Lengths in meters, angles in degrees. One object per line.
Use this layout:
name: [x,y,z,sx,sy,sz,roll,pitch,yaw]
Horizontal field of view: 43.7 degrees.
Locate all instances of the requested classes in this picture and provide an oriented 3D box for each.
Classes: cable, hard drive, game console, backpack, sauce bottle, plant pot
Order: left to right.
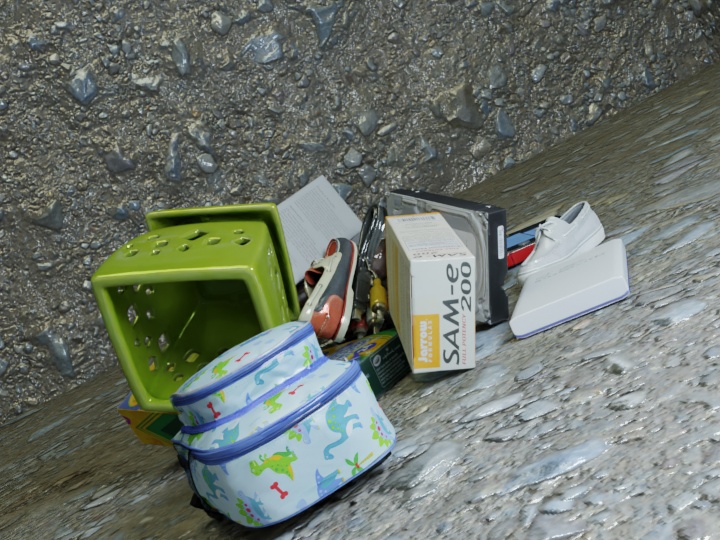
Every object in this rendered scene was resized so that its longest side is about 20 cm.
plant pot: [-0.176,0.033,1.069,0.196,0.201,0.183,-4,34,11]
backpack: [-0.078,0.136,0.811,0.182,0.149,0.199,-30,10,-22]
sauce bottle: [0.000,0.000,1.276,0.198,0.065,0.065,-33,4,17]
cable: [0.011,0.009,1.203,0.097,0.050,0.202,-49,24,47]
hard drive: [0.107,-0.023,1.143,0.037,0.142,0.199,-14,20,-32]
game console: [0.278,-0.051,1.487,0.175,0.031,0.200,-27,6,-1]
hard drive: [0.247,0.017,1.045,0.130,0.026,0.200,-24,6,20]

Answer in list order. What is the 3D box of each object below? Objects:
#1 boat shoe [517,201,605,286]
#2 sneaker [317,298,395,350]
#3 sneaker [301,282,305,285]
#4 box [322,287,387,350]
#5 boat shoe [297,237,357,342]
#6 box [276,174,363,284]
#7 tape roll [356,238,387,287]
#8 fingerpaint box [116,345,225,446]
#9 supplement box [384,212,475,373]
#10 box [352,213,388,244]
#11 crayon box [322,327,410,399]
boat shoe: [0.271,-0.041,1.232,0.199,0.069,0.072,-30,8,-37]
sneaker: [0.036,0.080,1.224,0.196,0.061,0.105,-3,38,12]
sneaker: [-0.053,0.067,1.420,0.069,0.110,0.200,-22,-6,-23]
box: [-0.033,0.100,1.307,0.199,0.069,0.082,-29,6,-35]
boat shoe: [-0.044,0.016,1.171,0.201,0.062,0.072,-86,16,-55]
box: [-0.115,-0.027,1.327,0.152,0.107,0.200,-40,1,41]
tape roll: [0.073,-0.004,1.389,0.197,0.067,0.200,-5,-10,-1]
fingerpaint box: [-0.194,0.137,1.183,0.165,0.074,0.201,-2,40,34]
supplement box: [0.077,0.019,1.027,0.072,0.128,0.200,-4,18,-5]
box: [0.020,-0.001,1.564,0.198,0.150,0.124,-27,4,-9]
crayon box: [-0.037,0.135,1.111,0.198,0.052,0.125,-22,7,40]
